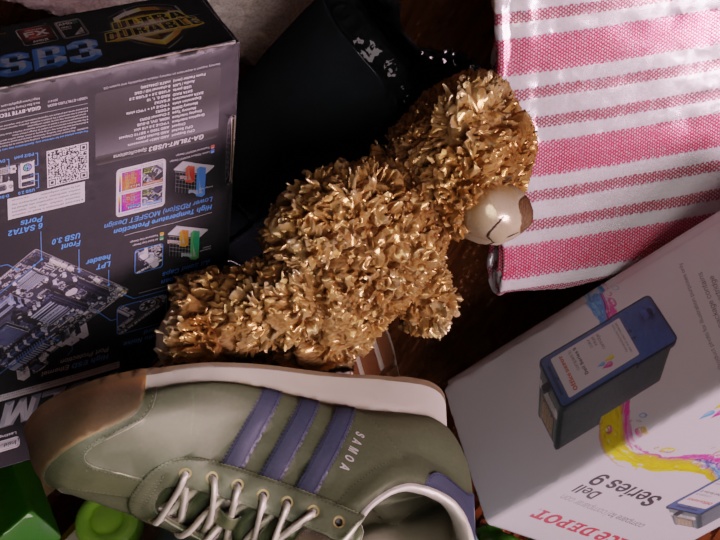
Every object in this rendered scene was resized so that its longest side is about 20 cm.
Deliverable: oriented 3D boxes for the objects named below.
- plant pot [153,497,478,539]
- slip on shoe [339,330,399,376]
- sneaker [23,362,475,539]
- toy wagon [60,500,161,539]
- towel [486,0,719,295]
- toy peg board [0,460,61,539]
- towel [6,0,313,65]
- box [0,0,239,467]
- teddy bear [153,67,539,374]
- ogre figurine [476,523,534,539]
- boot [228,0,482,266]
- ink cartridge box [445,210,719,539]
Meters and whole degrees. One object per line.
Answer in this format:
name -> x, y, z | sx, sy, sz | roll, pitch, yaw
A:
plant pot -> -0.019, 0.152, 0.980 | 0.200, 0.200, 0.135 | 14, 77, -24
slip on shoe -> -0.004, 0.106, 1.087 | 0.061, 0.076, 0.200 | 1, 131, 24
sneaker -> -0.034, 0.092, 0.860 | 0.200, 0.090, 0.067 | 3, 140, -33
toy wagon -> -0.116, 0.163, 1.049 | 0.200, 0.040, 0.155 | -49, 152, -18
towel -> 0.128, -0.088, 0.976 | 0.146, 0.030, 0.200 | -9, 120, -12
toy peg board -> -0.256, 0.106, 0.977 | 0.199, 0.098, 0.200 | -42, 119, 3
towel -> -0.081, -0.167, 0.945 | 0.200, 0.034, 0.133 | 11, 109, -23
box -> -0.150, -0.004, 0.862 | 0.200, 0.050, 0.199 | -15, 134, -23
teddy bear -> 0.000, 0.000, 0.892 | 0.200, 0.067, 0.145 | -29, 141, -15
ogre figurine -> 0.099, 0.201, 1.098 | 0.120, 0.200, 0.098 | 43, 121, -12
boot -> -0.062, -0.076, 0.937 | 0.200, 0.076, 0.168 | 25, 129, -33
ink cartridge box -> 0.165, 0.061, 1.040 | 0.200, 0.088, 0.145 | -32, 145, 26
